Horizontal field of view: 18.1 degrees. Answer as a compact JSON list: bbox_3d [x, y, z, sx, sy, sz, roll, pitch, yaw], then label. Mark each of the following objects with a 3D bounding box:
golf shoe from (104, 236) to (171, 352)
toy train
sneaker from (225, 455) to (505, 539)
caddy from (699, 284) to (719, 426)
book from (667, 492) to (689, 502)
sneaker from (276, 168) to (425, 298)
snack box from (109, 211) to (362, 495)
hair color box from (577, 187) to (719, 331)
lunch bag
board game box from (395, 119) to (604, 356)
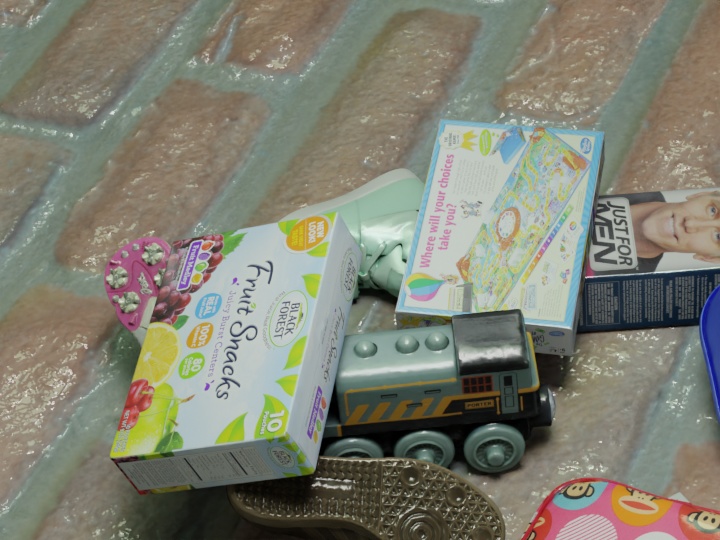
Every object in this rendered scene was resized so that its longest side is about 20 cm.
[{"bbox_3d":[-0.132,0.072,1.719,0.075,0.092,0.201,-21,65,7],"label":"golf shoe"},{"bbox_3d":[0.043,0.089,1.644,0.198,0.115,0.086,-5,41,2],"label":"toy train"},{"bbox_3d":[0.004,0.166,1.595,0.198,0.076,0.071,14,76,0],"label":"sneaker"},{"bbox_3d":[0.324,0.068,1.636,0.140,0.105,0.201,3,52,-12],"label":"caddy"},{"bbox_3d":[0.211,0.246,1.499,0.133,0.048,0.200,-24,44,-14],"label":"book"},{"bbox_3d":[0.000,0.000,1.782,0.200,0.074,0.118,-31,50,-23],"label":"sneaker"},{"bbox_3d":[-0.085,0.058,1.597,0.141,0.053,0.201,-9,47,24],"label":"snack box"},{"bbox_3d":[0.240,-0.011,1.769,0.198,0.061,0.100,-4,42,2],"label":"hair color box"},{"bbox_3d":[0.179,0.232,1.437,0.199,0.082,0.177,14,53,30],"label":"lunch bag"},{"bbox_3d":[0.110,-0.029,1.730,0.133,0.034,0.201,6,51,11],"label":"board game box"}]
